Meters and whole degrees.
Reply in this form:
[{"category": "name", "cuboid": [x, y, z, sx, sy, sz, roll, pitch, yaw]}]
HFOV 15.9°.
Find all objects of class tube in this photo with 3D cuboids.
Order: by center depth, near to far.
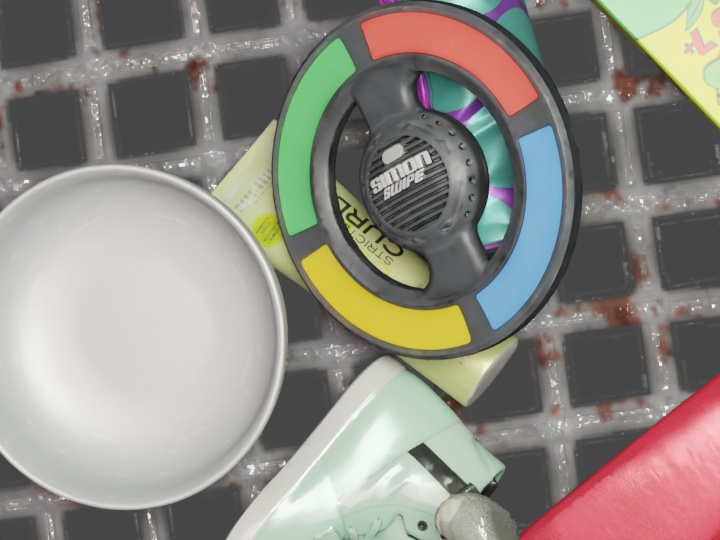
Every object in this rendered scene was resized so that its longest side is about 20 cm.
[{"category": "tube", "cuboid": [0.000, 0.000, 1.511, 0.200, 0.058, 0.052, 39, 127, 11]}]

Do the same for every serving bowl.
[{"category": "serving bowl", "cuboid": [-0.133, 0.036, 1.512, 0.199, 0.066, 0.201, 1, 95, 12]}]

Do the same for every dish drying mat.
[{"category": "dish drying mat", "cuboid": [0.167, 0.142, 1.501, 0.200, 0.018, 0.077, -40, 85, 5]}]

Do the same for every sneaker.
[{"category": "sneaker", "cuboid": [-0.003, 0.162, 1.490, 0.118, 0.074, 0.201, 38, 91, 14]}]

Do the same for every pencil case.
[{"category": "pencil case", "cuboid": [0.062, -0.100, 1.485, 0.092, 0.085, 0.201, -12, 85, -26]}]

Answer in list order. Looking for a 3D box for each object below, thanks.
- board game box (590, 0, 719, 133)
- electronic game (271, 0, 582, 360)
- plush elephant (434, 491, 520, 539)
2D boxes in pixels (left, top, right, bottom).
[{"category": "board game box", "cuboid": [0.221, -0.138, 1.485, 0.102, 0.048, 0.200, -44, 84, 4]}, {"category": "electronic game", "cuboid": [0.034, -0.050, 1.434, 0.199, 0.042, 0.201, 6, 101, 33]}, {"category": "plush elephant", "cuboid": [0.060, 0.253, 1.428, 0.154, 0.164, 0.201, -26, 51, 32]}]
